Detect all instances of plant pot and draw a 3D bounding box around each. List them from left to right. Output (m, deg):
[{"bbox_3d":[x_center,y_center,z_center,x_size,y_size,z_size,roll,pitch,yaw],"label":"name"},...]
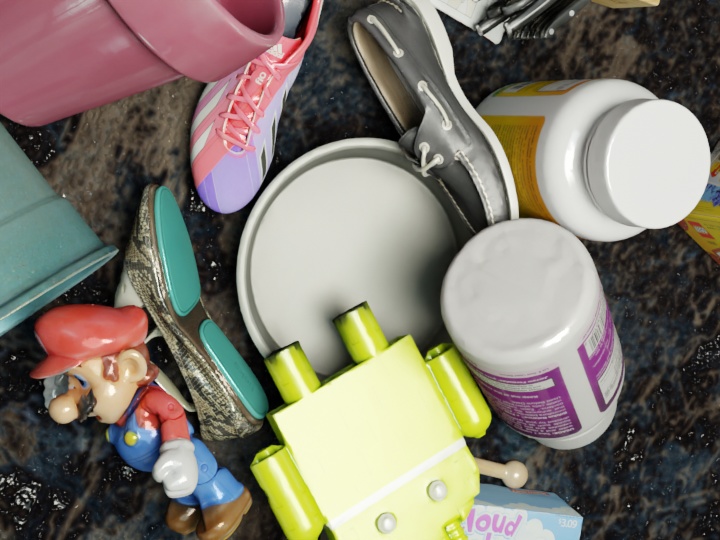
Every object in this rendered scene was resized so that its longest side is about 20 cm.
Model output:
[{"bbox_3d":[-0.294,-0.039,0.768,0.199,0.200,0.198,-34,95,-7],"label":"plant pot"},{"bbox_3d":[-0.173,-0.193,0.768,0.177,0.200,0.202,-26,103,18],"label":"plant pot"}]

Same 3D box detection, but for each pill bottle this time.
[{"bbox_3d":[0.134,0.057,0.873,0.112,0.112,0.201,-41,145,-6],"label":"pill bottle"},{"bbox_3d":[0.159,-0.080,0.853,0.109,0.200,0.113,-3,98,-19],"label":"pill bottle"}]

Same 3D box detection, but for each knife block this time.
[{"bbox_3d":[0.152,-0.268,0.889,0.173,0.064,0.204,11,95,-26],"label":"knife block"}]

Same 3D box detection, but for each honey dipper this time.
[{"bbox_3d":[0.045,0.146,0.945,0.197,0.038,0.039,17,93,-19],"label":"honey dipper"}]

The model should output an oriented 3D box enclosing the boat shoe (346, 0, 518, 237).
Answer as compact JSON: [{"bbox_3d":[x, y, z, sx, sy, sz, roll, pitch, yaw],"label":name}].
[{"bbox_3d":[0.052,-0.106,0.862,0.060,0.074,0.203,-22,87,-25],"label":"boat shoe"}]

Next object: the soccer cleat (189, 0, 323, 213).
[{"bbox_3d":[-0.074,-0.139,0.858,0.066,0.076,0.203,20,91,-15],"label":"soccer cleat"}]

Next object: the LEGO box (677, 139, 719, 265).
[{"bbox_3d":[0.348,-0.071,0.905,0.077,0.200,0.150,39,86,-15],"label":"LEGO box"}]

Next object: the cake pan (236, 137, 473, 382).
[{"bbox_3d":[0.000,0.000,0.913,0.196,0.037,0.204,-2,97,-14],"label":"cake pan"}]

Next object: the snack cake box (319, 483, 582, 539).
[{"bbox_3d":[0.067,0.229,0.941,0.196,0.067,0.117,9,95,-14],"label":"snack cake box"}]

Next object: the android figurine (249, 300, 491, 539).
[{"bbox_3d":[0.012,0.132,0.871,0.180,0.041,0.203,-27,90,-16],"label":"android figurine"}]

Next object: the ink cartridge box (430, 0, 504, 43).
[{"bbox_3d":[0.050,-0.288,0.898,0.198,0.050,0.165,21,91,-32],"label":"ink cartridge box"}]

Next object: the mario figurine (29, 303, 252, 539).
[{"bbox_3d":[-0.170,0.115,0.838,0.122,0.106,0.201,-26,110,24],"label":"mario figurine"}]

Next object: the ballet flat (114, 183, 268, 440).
[{"bbox_3d":[-0.139,0.040,0.877,0.074,0.068,0.203,-20,103,16],"label":"ballet flat"}]
